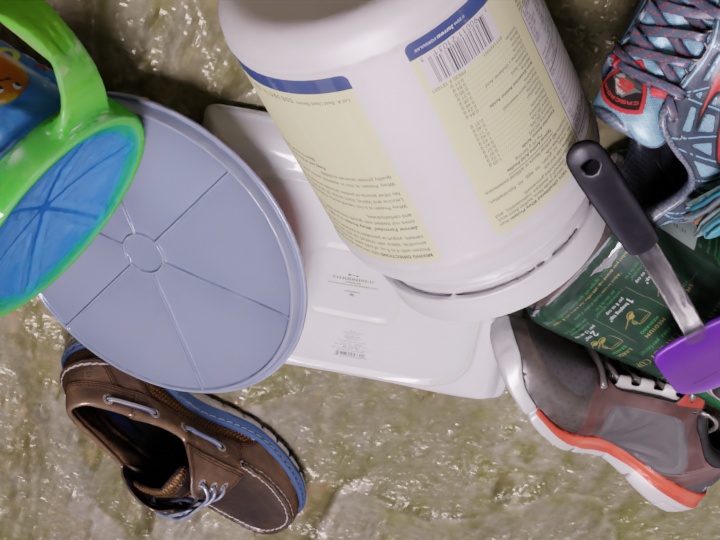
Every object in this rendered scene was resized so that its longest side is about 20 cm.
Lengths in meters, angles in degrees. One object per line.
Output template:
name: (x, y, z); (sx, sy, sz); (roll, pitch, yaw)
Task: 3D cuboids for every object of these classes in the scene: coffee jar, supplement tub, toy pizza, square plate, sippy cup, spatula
coffee jar: (0.195, 0.022, 1.148); (0.200, 0.085, 0.104); (29, 125, -18)
supplement tub: (0.032, -0.086, 1.026); (0.145, 0.145, 0.200); (-12, 132, 21)
toy pizza: (-0.115, -0.017, 1.180); (0.200, 0.032, 0.200); (17, 130, 21)
square plate: (0.000, 0.000, 1.202); (0.200, 0.028, 0.198); (10, 135, 0)
sippy cup: (-0.205, -0.065, 1.093); (0.130, 0.140, 0.178); (39, 95, 13)
spatula: (0.150, 0.001, 1.049); (0.056, 0.021, 0.200); (-29, 127, 12)

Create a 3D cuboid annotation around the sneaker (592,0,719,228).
sneaker: (0.160, -0.097, 1.006); (0.095, 0.079, 0.200); (-23, 132, -18)

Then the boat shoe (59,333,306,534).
boat shoe: (-0.116, 0.117, 1.309); (0.072, 0.072, 0.200); (-31, 123, 34)

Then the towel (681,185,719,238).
towel: (0.279, -0.045, 1.022); (0.200, 0.022, 0.147); (0, 163, -32)

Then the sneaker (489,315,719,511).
sneaker: (0.157, 0.068, 1.219); (0.082, 0.077, 0.200); (-37, 132, 25)
